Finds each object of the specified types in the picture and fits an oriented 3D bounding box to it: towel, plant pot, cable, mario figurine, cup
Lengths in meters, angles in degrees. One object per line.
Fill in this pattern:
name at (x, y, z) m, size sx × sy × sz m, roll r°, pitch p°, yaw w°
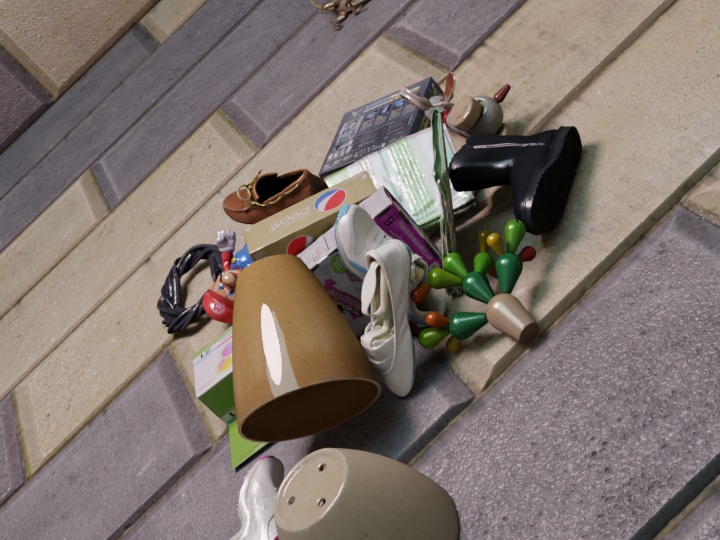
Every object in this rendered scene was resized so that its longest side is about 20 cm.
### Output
towel at (0.058, -0.114, 1.656) m, size 0.198 × 0.031 × 0.150 m, roll -24°, pitch 63°, yaw 9°
plant pot at (-0.091, 0.090, 1.449) m, size 0.185 × 0.186 × 0.202 m, roll -30°, pitch 63°, yaw 21°
cable at (-0.286, 0.029, 1.968) m, size 0.163 × 0.051 × 0.200 m, roll -46°, pitch 33°, yaw 6°
towel at (0.110, -0.087, 1.503) m, size 0.023 × 0.202 × 0.153 m, roll -6°, pitch 39°, yaw 6°
mario figurine at (-0.184, -0.006, 1.828) m, size 0.123 × 0.106 × 0.201 m, roll 0°, pitch 50°, yaw 47°
cup at (-0.013, 0.277, 1.246) m, size 0.199 × 0.143 × 0.201 m, roll -30°, pitch 34°, yaw 22°

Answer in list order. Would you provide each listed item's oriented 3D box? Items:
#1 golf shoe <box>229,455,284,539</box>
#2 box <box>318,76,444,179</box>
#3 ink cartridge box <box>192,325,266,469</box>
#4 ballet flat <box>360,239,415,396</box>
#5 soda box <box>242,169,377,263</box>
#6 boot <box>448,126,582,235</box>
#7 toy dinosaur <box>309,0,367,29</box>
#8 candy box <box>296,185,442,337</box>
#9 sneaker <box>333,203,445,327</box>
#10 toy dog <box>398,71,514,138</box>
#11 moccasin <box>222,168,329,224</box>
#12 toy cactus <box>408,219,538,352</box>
golf shoe at (-0.110, 0.317, 1.397) m, size 0.091 × 0.076 × 0.201 m, roll -8°, pitch 46°, yaw 22°
box at (0.035, -0.224, 1.886) m, size 0.199 × 0.051 × 0.159 m, roll -17°, pitch 40°, yaw 39°
ink cartridge box at (-0.158, 0.160, 1.622) m, size 0.147 × 0.076 × 0.201 m, roll -37°, pitch 30°, yaw 11°
ballet flat at (0.028, 0.062, 1.419) m, size 0.069 × 0.203 × 0.069 m, roll -1°, pitch 12°, yaw 0°
soda box at (-0.062, -0.060, 1.599) m, size 0.198 × 0.064 × 0.068 m, roll -25°, pitch 36°, yaw 0°
boot at (0.194, -0.117, 1.526) m, size 0.167 × 0.077 × 0.201 m, roll -4°, pitch 41°, yaw 34°
toy dinosaur at (-0.041, -0.551, 2.387) m, size 0.198 × 0.059 × 0.101 m, roll -4°, pitch 33°, yaw 37°
candy box at (0.000, 0.000, 1.573) m, size 0.199 × 0.136 × 0.061 m, roll -39°, pitch 30°, yaw 10°
sneaker at (0.038, -0.009, 1.479) m, size 0.080 × 0.201 × 0.077 m, roll -13°, pitch 34°, yaw 38°
toy dog at (0.164, -0.250, 1.707) m, size 0.200 × 0.132 × 0.097 m, roll 38°, pitch 94°, yaw 41°
moccasin at (-0.138, -0.115, 1.702) m, size 0.200 × 0.078 × 0.074 m, roll -1°, pitch 50°, yaw 47°
toy cactus at (0.156, 0.038, 1.413) m, size 0.200 × 0.102 × 0.165 m, roll -43°, pitch 49°, yaw -4°
